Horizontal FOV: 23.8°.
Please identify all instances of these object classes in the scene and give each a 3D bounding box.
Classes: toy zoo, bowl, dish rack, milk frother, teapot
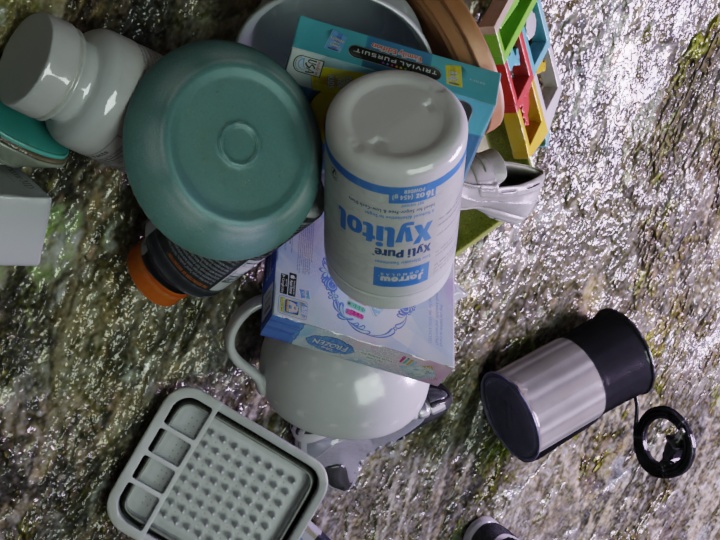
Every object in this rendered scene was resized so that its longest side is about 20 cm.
[{"bbox_3d":[0.179,-0.216,1.856,0.132,0.020,0.201,-61,142,-43],"label":"toy zoo"},{"bbox_3d":[-0.023,-0.227,1.672,0.199,0.091,0.202,3,141,3],"label":"bowl"},{"bbox_3d":[-0.151,0.234,1.819,0.199,0.044,0.173,31,92,-6],"label":"dish rack"},{"bbox_3d":[0.279,0.180,2.064,0.187,0.200,0.182,-27,130,-23],"label":"milk frother"},{"bbox_3d":[-0.016,0.072,1.793,0.200,0.196,0.147,-44,147,-55],"label":"teapot"}]

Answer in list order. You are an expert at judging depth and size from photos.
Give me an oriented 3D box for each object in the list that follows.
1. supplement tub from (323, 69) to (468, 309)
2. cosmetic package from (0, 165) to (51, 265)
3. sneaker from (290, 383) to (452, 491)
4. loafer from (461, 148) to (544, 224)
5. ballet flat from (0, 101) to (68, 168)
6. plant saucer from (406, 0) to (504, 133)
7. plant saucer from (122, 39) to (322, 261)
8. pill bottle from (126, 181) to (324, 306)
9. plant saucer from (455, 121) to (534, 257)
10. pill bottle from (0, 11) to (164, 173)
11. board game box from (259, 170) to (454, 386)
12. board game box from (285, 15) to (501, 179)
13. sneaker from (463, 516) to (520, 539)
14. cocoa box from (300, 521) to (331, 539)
[{"bbox_3d":[0.030,-0.074,1.589,0.131,0.132,0.201,-28,146,-22],"label":"supplement tub"},{"bbox_3d":[-0.385,-0.056,1.507,0.198,0.101,0.075,-1,115,-37],"label":"cosmetic package"},{"bbox_3d":[0.009,0.192,1.960,0.198,0.075,0.117,-10,124,-21],"label":"sneaker"},{"bbox_3d":[0.121,-0.101,1.819,0.199,0.070,0.070,9,122,-49],"label":"loafer"},{"bbox_3d":[-0.353,-0.133,1.528,0.064,0.068,0.199,-39,136,23],"label":"ballet flat"},{"bbox_3d":[0.074,-0.223,1.700,0.032,0.200,0.202,-30,128,-13],"label":"plant saucer"},{"bbox_3d":[-0.115,-0.111,1.533,0.198,0.036,0.203,4,83,-28],"label":"plant saucer"},{"bbox_3d":[-0.137,-0.044,1.657,0.199,0.107,0.106,-35,138,27],"label":"pill bottle"},{"bbox_3d":[0.089,-0.115,1.869,0.199,0.048,0.201,-35,129,-17],"label":"plant saucer"},{"bbox_3d":[-0.226,-0.156,1.564,0.199,0.114,0.115,23,98,-40],"label":"pill bottle"},{"bbox_3d":[0.000,0.000,1.731,0.197,0.202,0.043,17,141,-18],"label":"board game box"},{"bbox_3d":[0.018,-0.150,1.642,0.198,0.047,0.152,15,141,-4],"label":"board game box"},{"bbox_3d":[0.215,0.398,2.185,0.073,0.112,0.200,-51,132,-2],"label":"sneaker"},{"bbox_3d":[-0.088,0.387,1.907,0.200,0.131,0.133,-48,176,-6],"label":"cocoa box"}]
